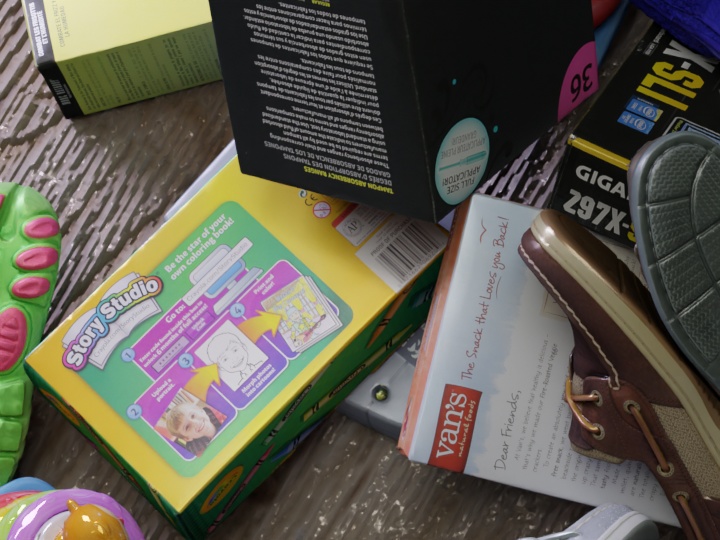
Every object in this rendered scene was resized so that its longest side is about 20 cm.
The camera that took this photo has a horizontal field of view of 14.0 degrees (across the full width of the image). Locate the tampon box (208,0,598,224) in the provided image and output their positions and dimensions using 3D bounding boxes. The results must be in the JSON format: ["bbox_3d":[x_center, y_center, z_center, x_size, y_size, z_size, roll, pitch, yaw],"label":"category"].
[{"bbox_3d":[0.018,-0.152,1.405,0.126,0.201,0.150,15,39,35],"label":"tampon box"}]

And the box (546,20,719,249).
[{"bbox_3d":[0.198,-0.059,1.450,0.159,0.050,0.200,23,35,12],"label":"box"}]

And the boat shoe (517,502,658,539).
[{"bbox_3d":[0.051,0.171,1.373,0.202,0.074,0.065,-40,65,3],"label":"boat shoe"}]

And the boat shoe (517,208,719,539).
[{"bbox_3d":[0.127,0.063,1.367,0.072,0.072,0.200,-36,110,10],"label":"boat shoe"}]

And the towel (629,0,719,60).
[{"bbox_3d":[0.212,-0.145,1.401,0.200,0.148,0.049,40,37,27],"label":"towel"}]

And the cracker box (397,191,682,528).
[{"bbox_3d":[0.130,0.049,1.432,0.199,0.058,0.135,14,90,-6],"label":"cracker box"}]

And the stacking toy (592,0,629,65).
[{"bbox_3d":[0.087,-0.201,1.495,0.109,0.200,0.116,19,61,14],"label":"stacking toy"}]

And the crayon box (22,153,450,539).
[{"bbox_3d":[-0.057,0.024,1.481,0.200,0.058,0.119,-44,69,-9],"label":"crayon box"}]

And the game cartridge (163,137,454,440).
[{"bbox_3d":[0.000,0.000,1.531,0.200,0.041,0.133,39,75,20],"label":"game cartridge"}]

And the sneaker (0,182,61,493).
[{"bbox_3d":[-0.200,0.053,1.525,0.076,0.084,0.201,21,89,-3],"label":"sneaker"}]

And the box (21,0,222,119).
[{"bbox_3d":[-0.076,-0.140,1.576,0.199,0.075,0.050,-14,67,4],"label":"box"}]

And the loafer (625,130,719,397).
[{"bbox_3d":[0.173,0.025,1.347,0.072,0.063,0.201,-34,104,-11],"label":"loafer"}]

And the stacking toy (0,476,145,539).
[{"bbox_3d":[-0.143,0.143,1.397,0.110,0.200,0.116,-35,85,-25],"label":"stacking toy"}]
